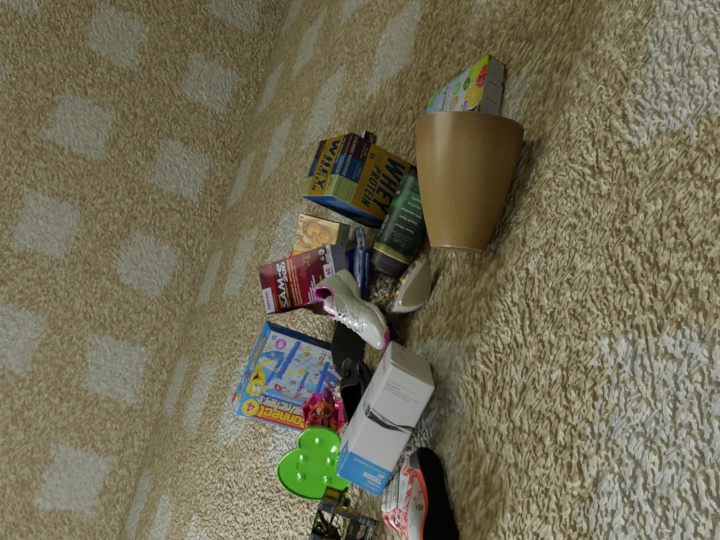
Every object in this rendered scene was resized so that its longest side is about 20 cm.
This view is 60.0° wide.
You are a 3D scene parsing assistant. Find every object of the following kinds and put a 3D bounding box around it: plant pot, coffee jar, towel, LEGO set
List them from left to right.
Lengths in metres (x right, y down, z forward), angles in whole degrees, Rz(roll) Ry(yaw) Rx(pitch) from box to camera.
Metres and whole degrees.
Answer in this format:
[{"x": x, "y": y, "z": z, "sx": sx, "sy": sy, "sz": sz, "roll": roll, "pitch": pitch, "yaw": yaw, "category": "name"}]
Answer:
[{"x": -0.033, "y": 0.480, "z": 1.067, "sx": 0.154, "sy": 0.113, "sz": 0.205, "roll": 92, "pitch": -165, "yaw": -72, "category": "LEGO set"}, {"x": 0.000, "y": 0.000, "z": 1.327, "sx": 0.201, "sy": 0.023, "sz": 0.152, "roll": -102, "pitch": 13, "yaw": -72, "category": "towel"}, {"x": 0.087, "y": -0.086, "z": 1.238, "sx": 0.104, "sy": 0.083, "sz": 0.205, "roll": -112, "pitch": 45, "yaw": -85, "category": "coffee jar"}, {"x": 0.173, "y": -0.137, "z": 1.037, "sx": 0.185, "sy": 0.181, "sz": 0.207, "roll": 2, "pitch": 86, "yaw": 64, "category": "plant pot"}]

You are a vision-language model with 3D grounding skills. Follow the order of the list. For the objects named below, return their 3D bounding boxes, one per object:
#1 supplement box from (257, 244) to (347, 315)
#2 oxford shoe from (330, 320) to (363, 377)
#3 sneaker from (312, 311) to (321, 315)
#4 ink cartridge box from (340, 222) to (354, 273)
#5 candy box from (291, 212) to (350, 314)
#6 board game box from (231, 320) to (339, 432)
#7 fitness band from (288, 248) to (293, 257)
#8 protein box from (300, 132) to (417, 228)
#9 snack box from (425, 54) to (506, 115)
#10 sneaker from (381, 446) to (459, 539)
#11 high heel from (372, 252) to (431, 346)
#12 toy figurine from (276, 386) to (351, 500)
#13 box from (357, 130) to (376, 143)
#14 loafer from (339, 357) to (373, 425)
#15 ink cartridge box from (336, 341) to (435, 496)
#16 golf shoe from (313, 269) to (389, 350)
[{"x": -0.122, "y": 0.022, "z": 1.350, "sx": 0.196, "sy": 0.060, "sz": 0.112, "roll": -17, "pitch": 82, "yaw": 28, "category": "supplement box"}, {"x": -0.029, "y": 0.147, "z": 1.357, "sx": 0.072, "sy": 0.069, "sz": 0.205, "roll": 96, "pitch": 176, "yaw": -55, "category": "oxford shoe"}, {"x": -0.099, "y": 0.008, "z": 1.468, "sx": 0.079, "sy": 0.086, "sz": 0.207, "roll": 29, "pitch": -126, "yaw": -84, "category": "sneaker"}, {"x": -0.040, "y": -0.032, "z": 1.489, "sx": 0.201, "sy": 0.036, "sz": 0.097, "roll": -115, "pitch": 24, "yaw": -61, "category": "ink cartridge box"}, {"x": -0.099, "y": -0.016, "z": 1.404, "sx": 0.113, "sy": 0.055, "sz": 0.206, "roll": 15, "pitch": 95, "yaw": 29, "category": "candy box"}, {"x": -0.153, "y": 0.237, "z": 1.360, "sx": 0.200, "sy": 0.196, "sz": 0.056, "roll": -65, "pitch": 27, "yaw": 7, "category": "board game box"}, {"x": -0.183, "y": -0.003, "z": 1.811, "sx": 0.204, "sy": 0.037, "sz": 0.144, "roll": -64, "pitch": 25, "yaw": 14, "category": "fitness band"}, {"x": 0.002, "y": -0.189, "z": 1.374, "sx": 0.199, "sy": 0.195, "sz": 0.138, "roll": 14, "pitch": 82, "yaw": 65, "category": "protein box"}, {"x": 0.198, "y": -0.313, "z": 1.237, "sx": 0.199, "sy": 0.052, "sz": 0.146, "roll": -21, "pitch": 51, "yaw": 59, "category": "snack box"}, {"x": 0.083, "y": 0.375, "z": 0.915, "sx": 0.109, "sy": 0.066, "sz": 0.204, "roll": -53, "pitch": 25, "yaw": 33, "category": "sneaker"}, {"x": 0.068, "y": 0.036, "z": 1.203, "sx": 0.143, "sy": 0.070, "sz": 0.205, "roll": 50, "pitch": 125, "yaw": 56, "category": "high heel"}, {"x": -0.079, "y": 0.306, "z": 1.218, "sx": 0.186, "sy": 0.145, "sz": 0.205, "roll": -87, "pitch": 4, "yaw": -55, "category": "toy figurine"}, {"x": -0.033, "y": -0.293, "z": 1.725, "sx": 0.199, "sy": 0.037, "sz": 0.140, "roll": -10, "pitch": 62, "yaw": 63, "category": "box"}, {"x": -0.008, "y": 0.239, "z": 1.197, "sx": 0.072, "sy": 0.062, "sz": 0.202, "roll": -48, "pitch": 36, "yaw": 22, "category": "loafer"}, {"x": 0.041, "y": 0.238, "z": 1.031, "sx": 0.145, "sy": 0.082, "sz": 0.204, "roll": -77, "pitch": 13, "yaw": -82, "category": "ink cartridge box"}, {"x": -0.019, "y": 0.084, "z": 1.196, "sx": 0.200, "sy": 0.090, "sz": 0.077, "roll": 49, "pitch": 139, "yaw": 37, "category": "golf shoe"}]
